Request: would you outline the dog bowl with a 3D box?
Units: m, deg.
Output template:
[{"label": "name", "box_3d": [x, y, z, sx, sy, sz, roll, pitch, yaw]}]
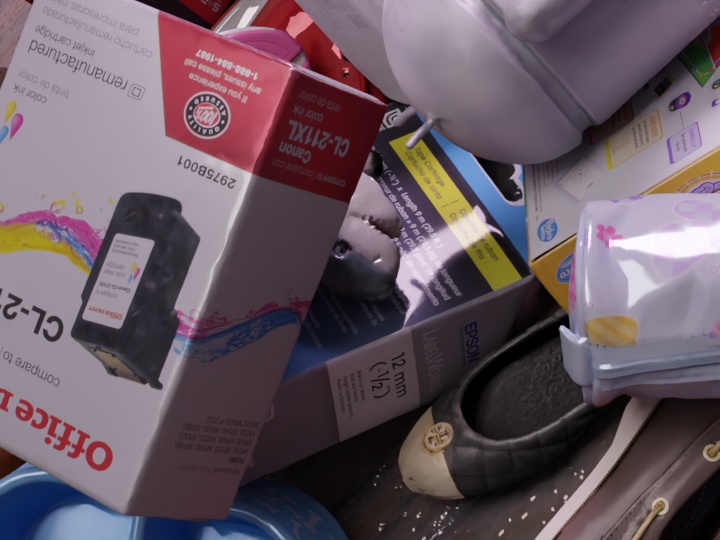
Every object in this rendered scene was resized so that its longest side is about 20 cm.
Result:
[{"label": "dog bowl", "box_3d": [-0.101, 0.147, 1.026, 0.199, 0.050, 0.112, 9, 88, 17]}]

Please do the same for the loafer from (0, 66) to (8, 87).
[{"label": "loafer", "box_3d": [-0.167, -0.029, 1.212, 0.071, 0.073, 0.201, -23, 65, 20]}]

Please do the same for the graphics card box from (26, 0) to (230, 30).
[{"label": "graphics card box", "box_3d": [-0.105, -0.215, 1.214, 0.051, 0.125, 0.200, 29, 85, 50]}]

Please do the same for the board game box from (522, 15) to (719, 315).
[{"label": "board game box", "box_3d": [0.163, -0.078, 0.958, 0.200, 0.040, 0.153, -32, 26, 21]}]

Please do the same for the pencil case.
[{"label": "pencil case", "box_3d": [0.181, 0.014, 0.863, 0.199, 0.083, 0.091, 0, 52, 9]}]

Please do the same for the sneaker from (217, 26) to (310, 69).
[{"label": "sneaker", "box_3d": [-0.111, -0.056, 1.118, 0.200, 0.074, 0.087, -41, 11, 4]}]

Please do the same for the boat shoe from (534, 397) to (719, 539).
[{"label": "boat shoe", "box_3d": [0.119, 0.120, 0.913, 0.059, 0.072, 0.200, 28, 83, 42]}]

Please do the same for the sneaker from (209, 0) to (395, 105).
[{"label": "sneaker", "box_3d": [0.003, -0.139, 1.141, 0.116, 0.078, 0.200, 43, 108, 34]}]

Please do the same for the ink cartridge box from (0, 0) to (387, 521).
[{"label": "ink cartridge box", "box_3d": [-0.098, -0.009, 0.947, 0.145, 0.083, 0.201, 24, 95, 29]}]

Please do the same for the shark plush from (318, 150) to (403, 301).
[{"label": "shark plush", "box_3d": [-0.078, -0.030, 1.007, 0.199, 0.091, 0.084, 4, 77, 6]}]

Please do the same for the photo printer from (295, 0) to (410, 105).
[{"label": "photo printer", "box_3d": [0.033, -0.207, 1.065, 0.069, 0.166, 0.200, 6, 56, 52]}]

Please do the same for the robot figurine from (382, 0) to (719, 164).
[{"label": "robot figurine", "box_3d": [0.090, -0.126, 0.951, 0.200, 0.170, 0.113, -43, 88, 6]}]

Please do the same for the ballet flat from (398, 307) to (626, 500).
[{"label": "ballet flat", "box_3d": [0.094, 0.038, 0.980, 0.200, 0.057, 0.067, -35, 52, 18]}]

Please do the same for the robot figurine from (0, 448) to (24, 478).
[{"label": "robot figurine", "box_3d": [-0.263, 0.103, 1.181, 0.199, 0.117, 0.144, -26, 52, 26]}]

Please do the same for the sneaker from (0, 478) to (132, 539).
[{"label": "sneaker", "box_3d": [-0.113, 0.116, 1.098, 0.200, 0.074, 0.089, -33, 75, 9]}]

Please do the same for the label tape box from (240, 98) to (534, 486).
[{"label": "label tape box", "box_3d": [0.000, 0.000, 1.053, 0.199, 0.066, 0.143, -21, 48, -14]}]
